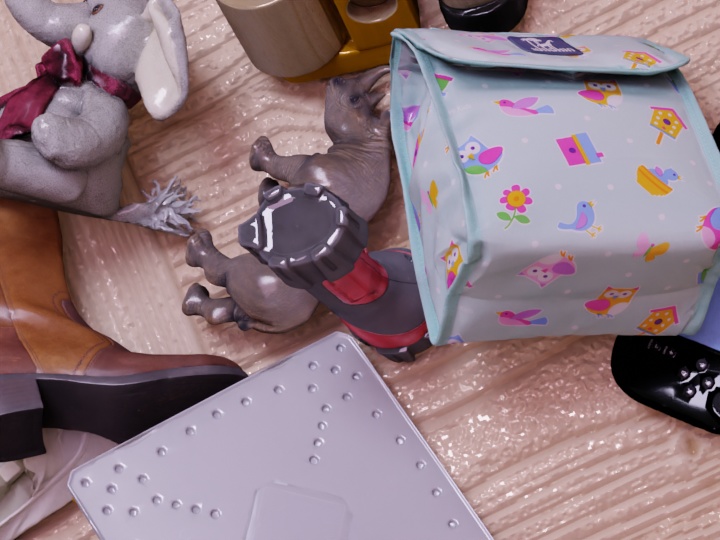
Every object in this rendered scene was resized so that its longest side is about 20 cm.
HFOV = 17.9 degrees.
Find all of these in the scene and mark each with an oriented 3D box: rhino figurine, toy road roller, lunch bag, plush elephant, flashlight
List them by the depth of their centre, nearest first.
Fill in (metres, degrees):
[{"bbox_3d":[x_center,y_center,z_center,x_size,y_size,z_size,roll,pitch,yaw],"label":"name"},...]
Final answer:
[{"bbox_3d":[0.000,0.000,1.322,0.068,0.200,0.068,34,86,22],"label":"flashlight"},{"bbox_3d":[0.110,-0.066,1.323,0.170,0.122,0.201,-1,53,-14],"label":"lunch bag"},{"bbox_3d":[-0.029,-0.045,1.416,0.087,0.060,0.200,23,71,28],"label":"rhino figurine"},{"bbox_3d":[-0.177,-0.116,1.421,0.199,0.165,0.155,13,87,-21],"label":"plush elephant"},{"bbox_3d":[0.006,-0.217,1.428,0.199,0.123,0.146,-14,58,10],"label":"toy road roller"}]

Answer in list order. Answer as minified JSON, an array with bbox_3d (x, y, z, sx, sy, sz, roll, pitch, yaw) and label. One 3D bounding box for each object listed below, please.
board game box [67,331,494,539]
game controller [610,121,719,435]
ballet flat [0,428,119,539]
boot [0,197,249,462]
[{"bbox_3d":[-0.039,0.159,1.341,0.200,0.026,0.200,-27,68,-22],"label":"board game box"},{"bbox_3d":[0.226,-0.003,1.351,0.104,0.042,0.201,24,82,19],"label":"game controller"},{"bbox_3d":[-0.220,0.128,1.418,0.200,0.069,0.069,-42,70,0],"label":"ballet flat"},{"bbox_3d":[-0.179,0.027,1.430,0.188,0.069,0.200,-11,47,-14],"label":"boot"}]
